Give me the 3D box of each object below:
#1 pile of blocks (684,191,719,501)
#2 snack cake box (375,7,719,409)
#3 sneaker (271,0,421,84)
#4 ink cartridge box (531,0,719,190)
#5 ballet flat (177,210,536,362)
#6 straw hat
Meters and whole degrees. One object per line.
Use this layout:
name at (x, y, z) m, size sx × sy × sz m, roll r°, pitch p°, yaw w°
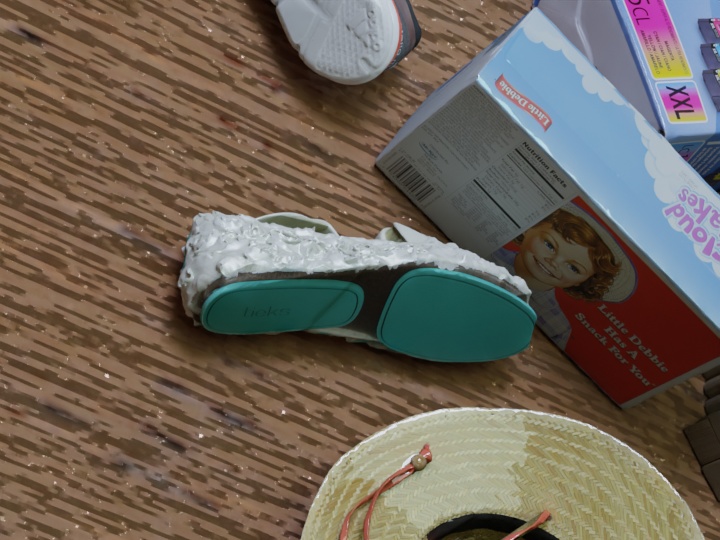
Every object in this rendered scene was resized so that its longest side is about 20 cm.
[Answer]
pile of blocks at (0.238, 0.033, 1.148) m, size 0.082 × 0.062 × 0.201 m, roll 19°, pitch 63°, yaw -22°
snack cake box at (0.118, -0.029, 1.073) m, size 0.200 × 0.115 × 0.067 m, roll 45°, pitch 55°, yaw -7°
sneaker at (-0.033, -0.190, 1.095) m, size 0.201 × 0.077 × 0.082 m, roll 62°, pitch 29°, yaw 5°
ink cartridge box at (0.216, -0.123, 1.185) m, size 0.199 × 0.076 × 0.137 m, roll -5°, pitch 67°, yaw -32°
ballet flat at (0.000, 0.000, 1.028) m, size 0.199 × 0.072 × 0.072 m, roll 8°, pitch 67°, yaw -27°
straw hat at (0.067, 0.166, 0.983) m, size 0.200 × 0.085 × 0.202 m, roll 3°, pitch 54°, yaw -4°
